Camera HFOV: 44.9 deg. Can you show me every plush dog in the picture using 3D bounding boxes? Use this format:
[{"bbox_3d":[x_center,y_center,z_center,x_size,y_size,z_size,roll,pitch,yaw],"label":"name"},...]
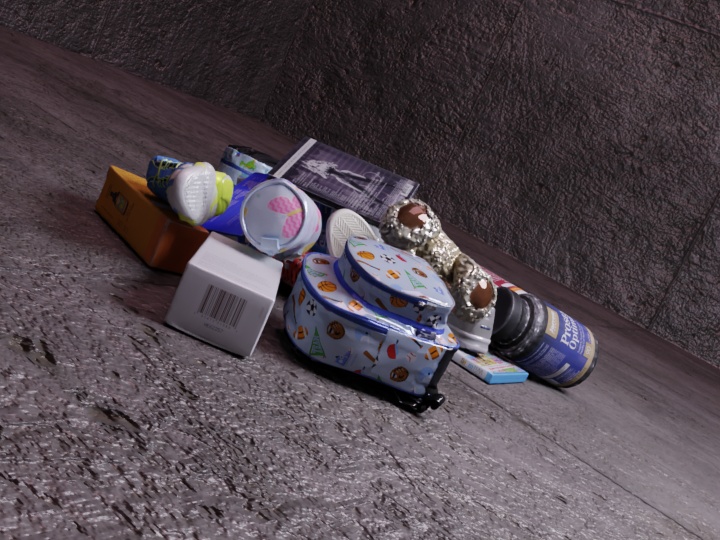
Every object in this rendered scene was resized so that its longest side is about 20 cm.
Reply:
[{"bbox_3d":[0.061,0.017,1.196,0.200,0.172,0.160,47,-2,-11],"label":"plush dog"}]

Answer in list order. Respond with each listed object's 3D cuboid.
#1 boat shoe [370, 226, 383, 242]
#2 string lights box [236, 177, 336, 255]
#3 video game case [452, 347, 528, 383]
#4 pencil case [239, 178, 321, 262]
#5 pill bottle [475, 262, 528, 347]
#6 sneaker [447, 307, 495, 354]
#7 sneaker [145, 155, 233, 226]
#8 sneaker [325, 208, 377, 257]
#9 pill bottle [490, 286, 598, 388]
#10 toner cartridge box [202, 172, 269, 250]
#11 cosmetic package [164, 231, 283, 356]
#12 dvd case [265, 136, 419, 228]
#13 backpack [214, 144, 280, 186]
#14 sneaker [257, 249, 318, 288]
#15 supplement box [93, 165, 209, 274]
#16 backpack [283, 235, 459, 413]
[{"bbox_3d":[0.041,-0.029,1.364,0.073,0.202,0.067,-4,17,6],"label":"boat shoe"},{"bbox_3d":[-0.100,-0.083,1.370,0.198,0.104,0.059,10,5,18],"label":"string lights box"},{"bbox_3d":[0.154,0.119,1.371,0.199,0.018,0.143,31,11,31],"label":"video game case"},{"bbox_3d":[-0.099,-0.061,1.102,0.082,0.092,0.200,22,-2,2],"label":"pencil case"},{"bbox_3d":[0.205,0.049,1.575,0.112,0.114,0.199,14,16,-49],"label":"pill bottle"},{"bbox_3d":[0.157,0.060,1.384,0.074,0.083,0.200,19,11,-32],"label":"sneaker"},{"bbox_3d":[-0.226,-0.101,1.068,0.104,0.077,0.200,15,1,4],"label":"sneaker"},{"bbox_3d":[0.000,0.000,1.276,0.201,0.075,0.084,64,-12,-17],"label":"sneaker"},{"bbox_3d":[0.284,0.106,1.415,0.199,0.112,0.112,29,7,-29],"label":"pill bottle"},{"bbox_3d":[-0.160,-0.081,1.253,0.094,0.044,0.200,12,31,21],"label":"toner cartridge box"},{"bbox_3d":[-0.148,0.021,0.980,0.101,0.075,0.200,25,8,-6],"label":"cosmetic package"},{"bbox_3d":[-0.024,-0.132,1.312,0.198,0.016,0.149,24,36,8],"label":"dvd case"},{"bbox_3d":[-0.189,-0.162,1.662,0.163,0.154,0.200,35,-8,34],"label":"backpack"},{"bbox_3d":[-0.099,-0.001,1.232,0.107,0.068,0.201,20,9,-18],"label":"sneaker"},{"bbox_3d":[-0.275,-0.067,1.130,0.068,0.067,0.200,15,15,-45],"label":"supplement box"},{"bbox_3d":[0.008,0.051,1.018,0.189,0.156,0.200,11,17,-18],"label":"backpack"}]
